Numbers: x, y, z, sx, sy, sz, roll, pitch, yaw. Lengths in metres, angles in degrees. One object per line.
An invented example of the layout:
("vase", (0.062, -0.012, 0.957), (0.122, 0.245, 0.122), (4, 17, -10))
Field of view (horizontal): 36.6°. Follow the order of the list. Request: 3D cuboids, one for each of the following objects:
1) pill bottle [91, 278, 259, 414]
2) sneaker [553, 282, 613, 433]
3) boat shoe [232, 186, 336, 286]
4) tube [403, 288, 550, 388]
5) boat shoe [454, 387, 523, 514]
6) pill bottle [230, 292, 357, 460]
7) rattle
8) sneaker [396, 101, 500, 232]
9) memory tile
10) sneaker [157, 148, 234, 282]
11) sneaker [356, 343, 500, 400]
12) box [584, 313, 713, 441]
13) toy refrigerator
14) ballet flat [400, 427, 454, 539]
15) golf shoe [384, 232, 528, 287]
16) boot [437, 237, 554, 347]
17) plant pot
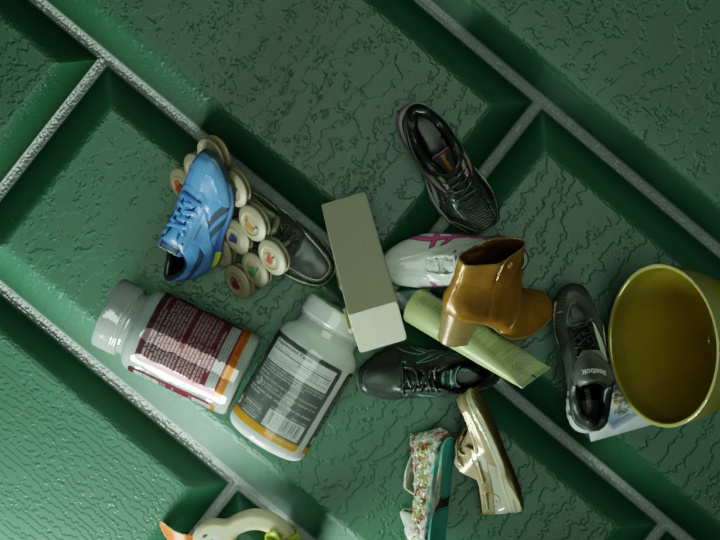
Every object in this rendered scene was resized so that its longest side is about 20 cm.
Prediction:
("pill bottle", (-0.243, 0.097, 1.436), (0.199, 0.114, 0.115), (26, 91, -2))
("sneaker", (0.294, 0.117, 1.414), (0.066, 0.091, 0.202), (-7, 91, -1))
("boat shoe", (-0.119, -0.050, 1.455), (0.201, 0.066, 0.072), (41, 91, -1))
("tube", (0.147, 0.092, 1.427), (0.199, 0.052, 0.058), (30, 73, 26))
("boat shoe", (0.158, 0.248, 1.444), (0.069, 0.074, 0.201), (-19, 113, 10))
("pill bottle", (-0.077, 0.139, 1.437), (0.116, 0.116, 0.201), (31, 91, -1))
("rattle", (-0.176, 0.386, 1.437), (0.198, 0.143, 0.131), (17, 110, -7))
("sneaker", (0.112, -0.134, 1.445), (0.080, 0.086, 0.200), (-38, 92, 2))
("memory tile", (-0.174, -0.066, 1.425), (0.017, 0.153, 0.201), (-31, 91, -39))
("sneaker", (-0.215, -0.062, 1.397), (0.066, 0.201, 0.078), (41, 47, 24))
("sneaker", (0.092, 0.135, 1.458), (0.198, 0.079, 0.076), (-7, 92, 1))
("box", (0.386, 0.138, 1.479), (0.198, 0.038, 0.138), (-15, 91, 0))
("toy refrigerator", (0.000, 0.000, 1.395), (0.069, 0.076, 0.201), (-16, 47, 0))
("ballet flat", (0.087, 0.311, 1.477), (0.063, 0.075, 0.202), (6, 87, 30))
("golf shoe", (0.123, -0.016, 1.447), (0.198, 0.092, 0.073), (-6, 92, 1))
("boot", (0.190, 0.019, 1.378), (0.200, 0.071, 0.145), (-13, 136, -33))
("plant pot", (0.432, 0.092, 1.381), (0.141, 0.200, 0.202), (-1, 92, -27))
